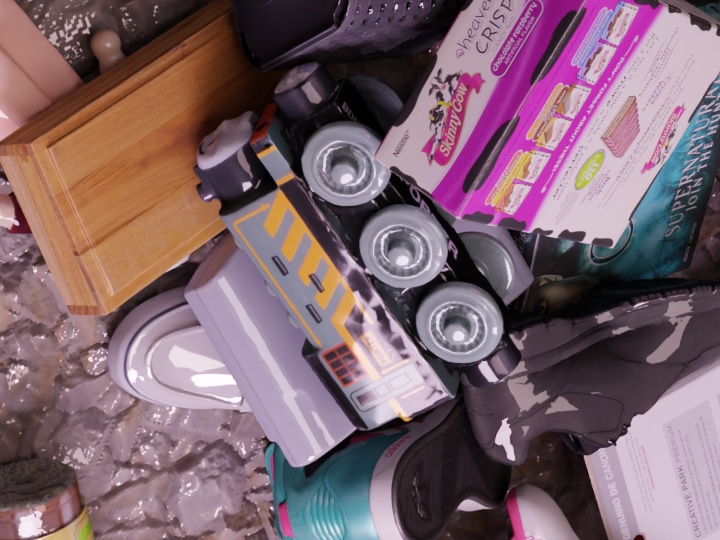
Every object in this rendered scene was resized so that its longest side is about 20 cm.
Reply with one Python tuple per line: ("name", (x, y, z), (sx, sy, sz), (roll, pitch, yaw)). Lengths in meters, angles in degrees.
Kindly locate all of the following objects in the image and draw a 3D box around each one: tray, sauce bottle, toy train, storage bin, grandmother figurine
("tray", (-0.092, -0.069, 1.361), (0.200, 0.037, 0.099), (-39, 115, -37))
("sauce bottle", (-0.168, 0.204, 1.439), (0.064, 0.065, 0.201), (-20, 117, -22))
("toy train", (-0.001, -0.010, 1.339), (0.113, 0.085, 0.201), (-28, 110, 22))
("storage bin", (-0.010, -0.212, 1.313), (0.093, 0.135, 0.202), (-9, 85, -27))
("grandmother figurine", (-0.159, -0.069, 1.358), (0.121, 0.061, 0.200), (-44, 120, 1))

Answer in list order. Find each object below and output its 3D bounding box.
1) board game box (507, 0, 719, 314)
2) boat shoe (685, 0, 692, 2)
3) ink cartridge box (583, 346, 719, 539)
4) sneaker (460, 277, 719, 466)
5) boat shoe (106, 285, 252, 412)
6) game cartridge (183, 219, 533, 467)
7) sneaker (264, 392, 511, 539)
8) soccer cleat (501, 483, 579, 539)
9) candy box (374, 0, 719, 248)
("board game box", (0.153, -0.062, 1.501), (0.134, 0.028, 0.201), (-19, 139, -27))
("boat shoe", (0.129, -0.151, 1.478), (0.200, 0.072, 0.072), (-50, 130, -6))
("ink cartridge box", (0.212, 0.134, 1.618), (0.175, 0.084, 0.201), (-27, 117, -18))
("sneaker", (0.144, 0.057, 1.508), (0.199, 0.076, 0.092), (-14, 97, -18))
("boat shoe", (-0.042, 0.047, 1.456), (0.199, 0.065, 0.074), (-4, 109, -28))
("game cartridge", (0.000, 0.000, 1.434), (0.200, 0.041, 0.134), (-38, 107, -34))
("sneaker", (0.007, 0.122, 1.501), (0.200, 0.120, 0.084), (-18, 100, -66))
("soccer cleat", (0.145, 0.204, 1.544), (0.086, 0.070, 0.201), (-17, 116, 8))
("candy box", (0.104, -0.089, 1.316), (0.137, 0.061, 0.200), (-59, 154, 11))
